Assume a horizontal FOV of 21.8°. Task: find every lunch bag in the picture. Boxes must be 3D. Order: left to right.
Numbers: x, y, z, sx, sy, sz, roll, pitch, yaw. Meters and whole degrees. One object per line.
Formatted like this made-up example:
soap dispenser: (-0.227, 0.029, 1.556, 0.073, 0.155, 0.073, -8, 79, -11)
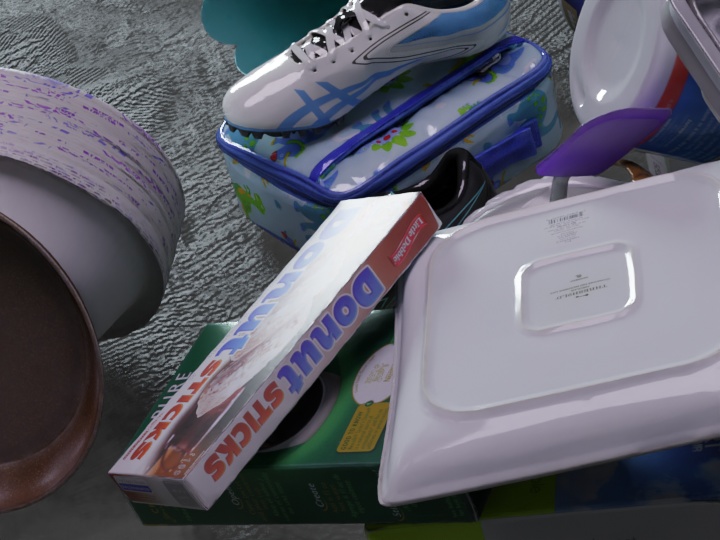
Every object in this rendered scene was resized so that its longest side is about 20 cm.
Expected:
lunch bag: (0.023, -0.090, 1.208, 0.200, 0.083, 0.161, -34, 40, -22)

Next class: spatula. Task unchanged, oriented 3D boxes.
spatula: (0.095, -0.017, 0.998, 0.056, 0.200, 0.021, -3, 46, -39)

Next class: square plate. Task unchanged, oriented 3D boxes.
square plate: (0.104, 0.018, 0.879, 0.199, 0.029, 0.199, -14, 34, 14)

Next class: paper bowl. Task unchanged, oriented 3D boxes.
paper bowl: (-0.210, -0.019, 1.098, 0.200, 0.201, 0.105, -3, 55, 20)

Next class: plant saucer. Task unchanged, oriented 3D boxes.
plant saucer: (-0.228, 0.040, 1.027, 0.199, 0.201, 0.032, -3, 23, 19)

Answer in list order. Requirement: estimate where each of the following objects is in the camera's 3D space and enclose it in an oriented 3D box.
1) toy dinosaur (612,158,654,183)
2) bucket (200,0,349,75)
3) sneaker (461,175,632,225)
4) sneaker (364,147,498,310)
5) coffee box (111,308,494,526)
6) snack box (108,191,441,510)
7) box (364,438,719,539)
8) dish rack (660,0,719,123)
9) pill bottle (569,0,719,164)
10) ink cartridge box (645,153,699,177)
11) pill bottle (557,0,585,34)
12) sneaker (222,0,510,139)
toy dinosaur: (0.145, -0.009, 0.953, 0.106, 0.061, 0.200, 7, 45, 22)
bucket: (-0.027, -0.242, 1.344, 0.207, 0.208, 0.135, 20, 42, 42)
sneaker: (0.142, -0.008, 1.039, 0.199, 0.075, 0.082, -9, 33, 10)
sneaker: (0.000, 0.000, 1.088, 0.200, 0.080, 0.075, -33, 37, -21)
coffee box: (-0.016, 0.073, 0.947, 0.199, 0.044, 0.123, -6, 36, 30)
snack box: (-0.040, 0.037, 0.931, 0.072, 0.024, 0.200, -5, 39, 53)
box: (0.109, 0.093, 0.933, 0.199, 0.048, 0.122, -7, 35, 15)
dish rack: (0.251, -0.095, 0.944, 0.199, 0.044, 0.172, -16, 66, -33)
pill bottle: (0.228, -0.109, 1.043, 0.199, 0.113, 0.112, 9, 27, -21)
ink cartridge box: (0.226, -0.160, 1.109, 0.145, 0.201, 0.048, -21, 31, -7)
pill bottle: (0.197, -0.186, 1.233, 0.119, 0.120, 0.200, -22, 34, -8)
sneaker: (0.001, -0.144, 1.158, 0.199, 0.073, 0.072, -27, 39, -10)
